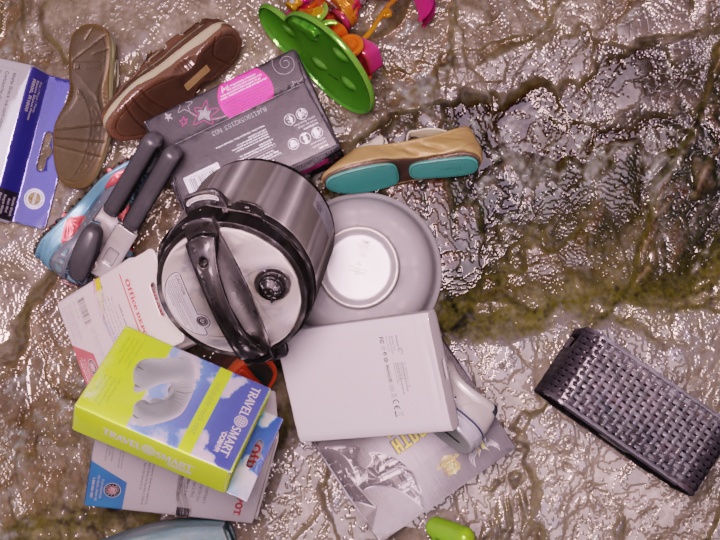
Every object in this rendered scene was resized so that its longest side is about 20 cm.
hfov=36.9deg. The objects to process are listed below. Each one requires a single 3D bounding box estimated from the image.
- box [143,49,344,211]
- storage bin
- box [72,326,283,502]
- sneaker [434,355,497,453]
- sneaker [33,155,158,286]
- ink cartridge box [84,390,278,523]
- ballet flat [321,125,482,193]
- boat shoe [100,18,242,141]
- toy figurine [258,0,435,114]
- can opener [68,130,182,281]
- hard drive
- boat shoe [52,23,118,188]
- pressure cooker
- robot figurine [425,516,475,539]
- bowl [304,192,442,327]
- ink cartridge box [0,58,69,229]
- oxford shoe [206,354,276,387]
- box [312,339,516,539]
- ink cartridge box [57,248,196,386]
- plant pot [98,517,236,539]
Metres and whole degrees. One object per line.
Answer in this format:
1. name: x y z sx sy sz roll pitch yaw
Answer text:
1. box: -0.134 -0.154 1.301 0.199 0.115 0.133 -25 86 2
2. storage bin: 0.311 0.160 1.244 0.199 0.135 0.094 36 87 5
3. box: -0.188 0.151 1.147 0.199 0.048 0.122 23 46 2
4. sneaker: 0.070 0.126 1.253 0.200 0.073 0.071 40 60 9
5. sneaker: -0.302 -0.061 1.330 0.200 0.079 0.096 -44 95 7
6. ink cartridge box: -0.204 0.203 1.237 0.198 0.084 0.145 10 123 -12
7. ballet flat: 0.049 -0.138 1.325 0.198 0.069 0.063 -7 62 -2
8. boat shoe: -0.241 -0.238 1.331 0.202 0.075 0.075 -39 52 -15
9. toy figurine: 0.004 -0.320 1.322 0.200 0.150 0.184 37 73 29
10. can opener: -0.274 -0.066 1.243 0.053 0.067 0.200 34 116 -4
11. hard drive: 0.005 0.121 1.214 0.199 0.027 0.133 -9 97 30
12. boat shoe: -0.336 -0.201 1.348 0.073 0.063 0.202 4 90 7
13. pressure cooker: -0.124 -0.010 1.155 0.175 0.200 0.179 28 121 -8
14. robot figurine: 0.088 0.379 1.247 0.198 0.116 0.177 8 87 3
15. bowl: 0.000 0.000 1.295 0.199 0.090 0.203 0 86 2
16. ink cartridge box: -0.471 -0.168 1.354 0.198 0.041 0.201 12 86 3
17. oxford shoe: -0.182 0.157 1.312 0.200 0.073 0.071 -41 126 10
18. box: 0.060 0.202 1.296 0.199 0.048 0.159 -34 84 0
19. ink cartridge box: -0.259 0.054 1.260 0.199 0.067 0.117 -25 84 40
20. plant pot: -0.222 0.379 1.231 0.199 0.196 0.197 -24 85 -8
